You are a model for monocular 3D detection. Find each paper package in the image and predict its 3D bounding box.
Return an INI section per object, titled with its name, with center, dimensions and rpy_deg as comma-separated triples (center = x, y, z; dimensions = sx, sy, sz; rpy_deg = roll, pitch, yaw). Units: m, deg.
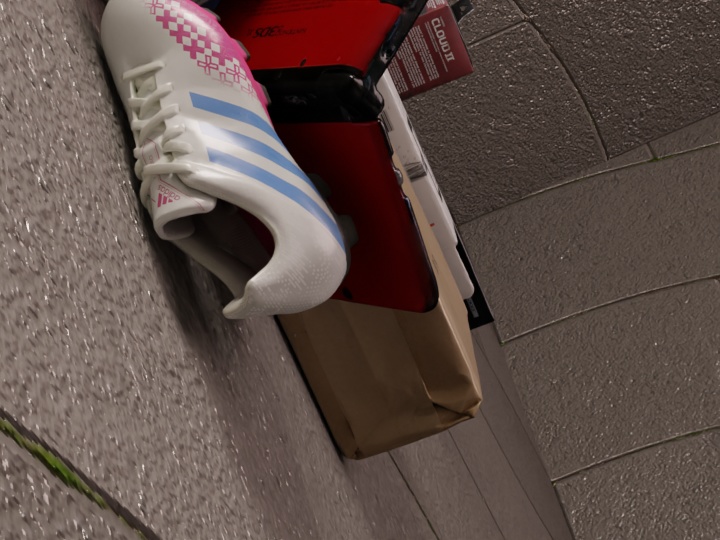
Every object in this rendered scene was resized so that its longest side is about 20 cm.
[paper package]
center = 0.000, 0.000, 1.112
dimensions = 0.200, 0.103, 0.191
rpy_deg = -86, 153, -75

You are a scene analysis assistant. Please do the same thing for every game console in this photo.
[game console]
center = -0.010, -0.087, 0.884
dimensions = 0.119, 0.173, 0.200
rpy_deg = 40, -18, -30

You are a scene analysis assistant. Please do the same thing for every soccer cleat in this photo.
[soccer cleat]
center = -0.082, -0.062, 0.803
dimensions = 0.086, 0.070, 0.200
rpy_deg = -22, 68, -43

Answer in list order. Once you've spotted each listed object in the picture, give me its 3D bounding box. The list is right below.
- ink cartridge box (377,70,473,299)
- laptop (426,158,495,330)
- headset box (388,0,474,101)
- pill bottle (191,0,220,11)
[ink cartridge box]
center = -0.002, -0.058, 1.240
dimensions = 0.068, 0.116, 0.201
rpy_deg = -89, 156, -72
[laptop]
center = 0.060, -0.016, 1.678
dimensions = 0.200, 0.103, 0.178
rpy_deg = -17, 85, -84
[headset box]
center = 0.018, -0.216, 1.590
dimensions = 0.149, 0.199, 0.077
rpy_deg = -98, 164, -65
[pill bottle]
center = -0.102, -0.242, 1.071
dimensions = 0.111, 0.111, 0.201
rpy_deg = -31, 98, -84
